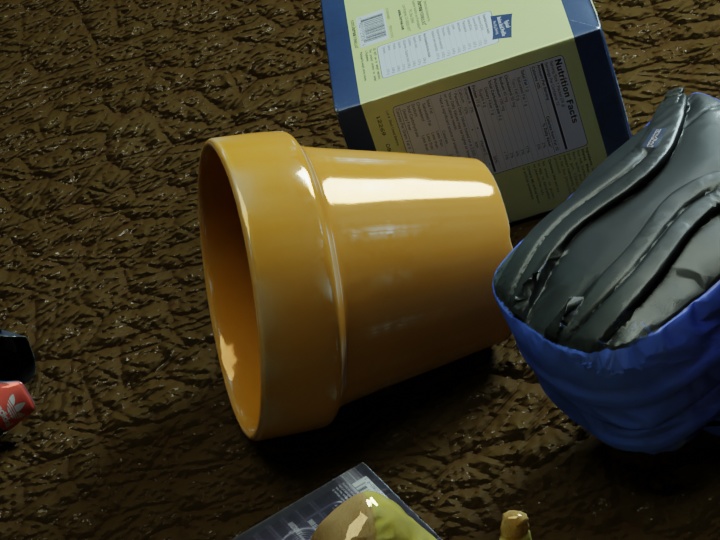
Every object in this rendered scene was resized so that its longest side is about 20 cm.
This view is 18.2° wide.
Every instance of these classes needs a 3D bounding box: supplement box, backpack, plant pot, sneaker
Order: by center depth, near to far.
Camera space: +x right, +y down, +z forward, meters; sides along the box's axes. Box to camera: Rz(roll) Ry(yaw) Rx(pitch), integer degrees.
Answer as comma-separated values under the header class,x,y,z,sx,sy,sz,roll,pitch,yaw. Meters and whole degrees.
class,x,y,z,sx,sy,sz,roll,pitch,yaw
backpack,0.196,0.020,1.363,0.200,0.168,0.162,-37,33,-16
plant pot,0.000,0.000,1.501,0.182,0.201,0.200,-9,30,-13
sneaker,-0.288,0.058,1.663,0.084,0.075,0.200,-24,42,-5
supplement box,0.087,-0.139,1.692,0.199,0.135,0.200,-16,32,6

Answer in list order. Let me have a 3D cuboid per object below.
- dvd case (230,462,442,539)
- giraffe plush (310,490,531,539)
class,x,y,z,sx,sy,sz,roll,pitch,yaw
dvd case,-0.046,0.203,1.363,0.199,0.016,0.149,-29,34,-16
giraffe plush,0.049,0.230,1.175,0.199,0.173,0.162,3,31,-33
